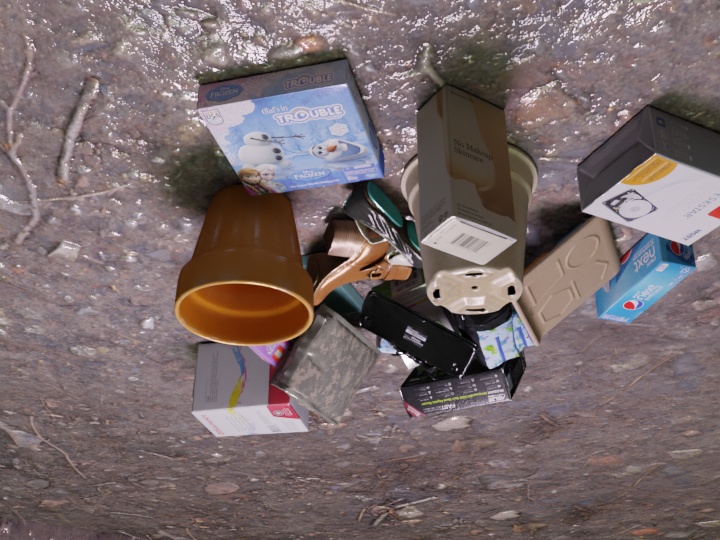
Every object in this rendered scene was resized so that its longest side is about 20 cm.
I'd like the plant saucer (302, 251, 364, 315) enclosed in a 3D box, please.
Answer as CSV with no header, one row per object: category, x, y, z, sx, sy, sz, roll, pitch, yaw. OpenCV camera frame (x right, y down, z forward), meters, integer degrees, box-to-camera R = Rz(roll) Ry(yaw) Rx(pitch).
plant saucer,-0.055,0.029,1.658,0.069,0.019,0.200,-11,149,19

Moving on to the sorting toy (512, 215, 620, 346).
sorting toy,0.318,0.007,1.504,0.200,0.036,0.185,-43,144,-3

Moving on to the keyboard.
keyboard,0.090,0.105,1.572,0.198,0.040,0.105,29,127,6

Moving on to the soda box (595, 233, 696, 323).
soda box,0.456,0.010,1.565,0.063,0.069,0.200,10,149,-15

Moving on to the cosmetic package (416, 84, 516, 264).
cosmetic package,0.130,-0.121,1.211,0.104,0.203,0.071,16,146,-28

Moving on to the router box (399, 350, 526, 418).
router box,0.184,0.190,1.716,0.197,0.063,0.150,-13,-168,24

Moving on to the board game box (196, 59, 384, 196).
board game box,-0.086,-0.180,1.269,0.197,0.044,0.200,-7,148,13

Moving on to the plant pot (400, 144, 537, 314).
plant pot,0.156,-0.049,1.351,0.197,0.186,0.201,0,150,0

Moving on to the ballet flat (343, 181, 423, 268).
ballet flat,0.051,-0.054,1.437,0.068,0.068,0.200,-34,117,29

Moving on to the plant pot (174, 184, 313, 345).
plant pot,-0.165,-0.016,1.413,0.197,0.186,0.201,0,151,0

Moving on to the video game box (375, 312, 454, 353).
video game box,0.142,0.102,1.753,0.197,0.047,0.183,7,147,-11

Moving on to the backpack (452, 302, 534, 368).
backpack,0.214,0.073,1.584,0.152,0.164,0.202,-18,137,-10

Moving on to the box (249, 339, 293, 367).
box,-0.154,0.057,1.590,0.039,0.138,0.200,23,163,31

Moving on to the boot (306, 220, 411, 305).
boot,0.000,0.000,1.539,0.152,0.075,0.201,7,144,-21

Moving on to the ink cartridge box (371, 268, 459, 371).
ink cartridge box,0.106,0.100,1.638,0.103,0.060,0.201,-23,119,12

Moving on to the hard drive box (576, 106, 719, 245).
hard drive box,0.424,-0.124,1.325,0.197,0.078,0.156,14,148,-22

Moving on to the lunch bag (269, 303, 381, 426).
lunch bag,-0.071,0.160,1.704,0.117,0.165,0.200,27,169,28

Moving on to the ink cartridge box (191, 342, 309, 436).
ink cartridge box,-0.209,0.227,1.875,0.197,0.147,0.146,-6,150,10
